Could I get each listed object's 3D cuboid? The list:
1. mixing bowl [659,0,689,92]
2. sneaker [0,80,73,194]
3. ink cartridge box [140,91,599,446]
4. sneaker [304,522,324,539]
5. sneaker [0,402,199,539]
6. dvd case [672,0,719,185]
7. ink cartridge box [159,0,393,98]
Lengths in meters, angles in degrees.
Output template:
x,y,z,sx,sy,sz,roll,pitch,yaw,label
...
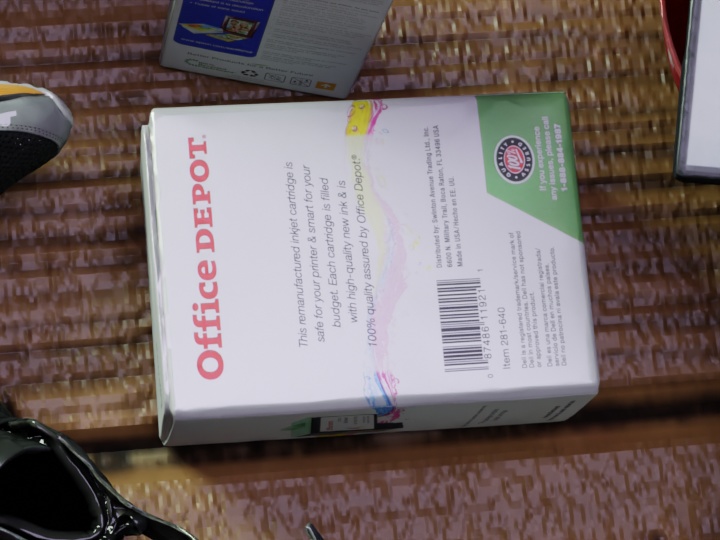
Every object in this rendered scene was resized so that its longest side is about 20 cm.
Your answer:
x,y,z,sx,sy,sz,roll,pitch,yaw,label
0.228,-0.112,1.256,0.200,0.108,0.201,2,76,-8,mixing bowl
-0.216,-0.018,1.182,0.200,0.078,0.077,-30,68,-3,sneaker
0.000,0.000,1.208,0.200,0.084,0.145,-3,77,-9,ink cartridge box
0.014,0.175,1.169,0.199,0.079,0.130,-7,86,0,sneaker
-0.160,0.086,1.153,0.200,0.104,0.060,37,75,2,sneaker
0.215,-0.132,1.127,0.142,0.018,0.200,5,85,8,dvd case
-0.035,-0.131,1.175,0.094,0.200,0.037,10,76,-7,ink cartridge box
